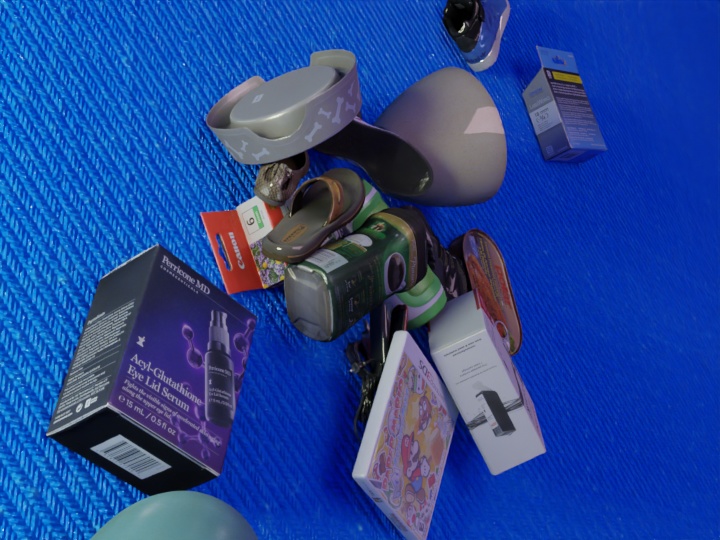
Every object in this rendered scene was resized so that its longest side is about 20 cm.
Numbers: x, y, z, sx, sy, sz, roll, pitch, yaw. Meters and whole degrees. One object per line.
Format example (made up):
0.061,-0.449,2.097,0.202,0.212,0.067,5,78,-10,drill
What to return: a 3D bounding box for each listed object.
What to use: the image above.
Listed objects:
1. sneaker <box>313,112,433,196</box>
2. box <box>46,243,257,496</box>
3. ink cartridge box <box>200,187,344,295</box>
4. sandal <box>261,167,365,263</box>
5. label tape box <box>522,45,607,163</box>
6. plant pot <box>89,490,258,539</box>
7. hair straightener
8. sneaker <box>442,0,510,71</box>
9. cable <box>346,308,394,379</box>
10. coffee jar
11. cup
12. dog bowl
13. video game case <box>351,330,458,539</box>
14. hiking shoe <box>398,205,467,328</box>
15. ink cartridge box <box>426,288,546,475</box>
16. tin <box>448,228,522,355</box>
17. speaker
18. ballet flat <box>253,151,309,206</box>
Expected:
0.003,-0.169,1.599,0.198,0.084,0.121,28,14,-12,sneaker
-0.204,0.102,1.195,0.148,0.104,0.202,37,44,-31,box
-0.099,-0.039,1.457,0.199,0.050,0.110,-11,79,-54,ink cartridge box
-0.057,-0.078,1.421,0.200,0.081,0.055,-45,138,-46,sandal
0.368,-0.303,2.194,0.143,0.063,0.202,-4,72,-52,label tape box
-0.169,0.294,1.057,0.201,0.199,0.161,53,27,-15,plant pot
0.013,0.135,1.477,0.076,0.041,0.203,13,79,-31,hair straightener
0.198,-0.451,2.054,0.111,0.076,0.202,46,45,-38,sneaker
0.045,0.150,1.527,0.097,0.050,0.202,-16,83,-48,cable
0.000,0.000,1.448,0.199,0.085,0.105,-30,128,-42,coffee jar
0.091,-0.174,1.686,0.142,0.200,0.202,-19,84,-29,cup
-0.088,-0.198,1.453,0.059,0.198,0.201,66,33,-25,dog bowl
0.061,0.208,1.465,0.182,0.023,0.202,55,44,-44,video game case
0.099,-0.004,1.682,0.202,0.075,0.101,67,26,-12,hiking shoe
0.167,0.149,1.592,0.145,0.083,0.202,-88,153,-70,ink cartridge box
0.187,0.037,1.787,0.111,0.042,0.202,6,65,-45,tin
0.032,-0.020,1.584,0.201,0.088,0.089,54,37,-14,speaker
-0.095,-0.138,1.480,0.067,0.047,0.200,25,25,-5,ballet flat
